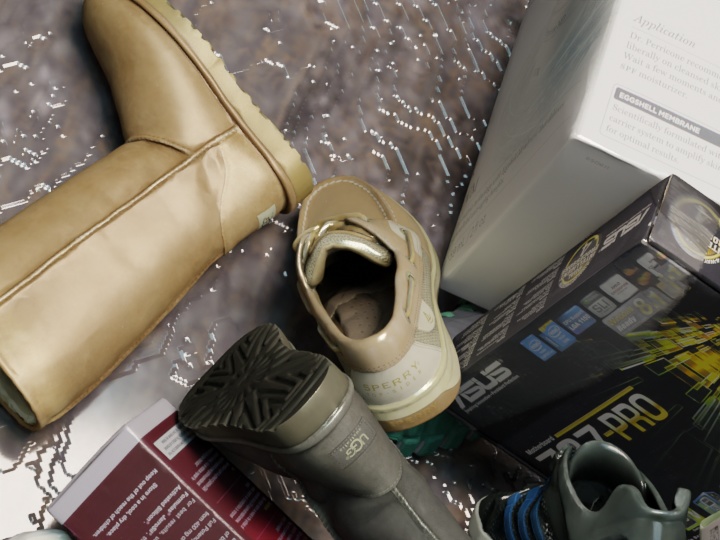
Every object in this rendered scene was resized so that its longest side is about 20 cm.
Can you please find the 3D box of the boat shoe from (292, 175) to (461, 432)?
[{"bbox_3d":[0.000,0.000,1.215,0.072,0.065,0.200,-27,34,6],"label":"boat shoe"}]

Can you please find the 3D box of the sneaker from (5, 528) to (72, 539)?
[{"bbox_3d":[-0.107,0.202,1.147,0.200,0.080,0.070,42,61,-1],"label":"sneaker"}]

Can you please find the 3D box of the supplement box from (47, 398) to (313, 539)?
[{"bbox_3d":[-0.052,0.156,1.161,0.200,0.109,0.061,43,96,2],"label":"supplement box"}]

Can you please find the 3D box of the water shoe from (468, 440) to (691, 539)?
[{"bbox_3d":[0.112,0.119,1.151,0.071,0.200,0.079,7,95,-20],"label":"water shoe"}]

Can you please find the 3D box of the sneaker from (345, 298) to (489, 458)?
[{"bbox_3d":[0.053,0.042,1.277,0.199,0.074,0.088,-7,60,-32],"label":"sneaker"}]

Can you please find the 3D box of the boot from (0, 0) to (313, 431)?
[{"bbox_3d":[-0.147,-0.043,1.237,0.200,0.066,0.175,-39,76,-22],"label":"boot"}]

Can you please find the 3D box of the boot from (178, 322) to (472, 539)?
[{"bbox_3d":[0.010,0.123,1.166,0.073,0.182,0.200,-47,110,-6],"label":"boot"}]

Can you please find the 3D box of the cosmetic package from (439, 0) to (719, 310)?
[{"bbox_3d":[0.147,-0.087,1.211,0.122,0.199,0.201,24,64,-8],"label":"cosmetic package"}]

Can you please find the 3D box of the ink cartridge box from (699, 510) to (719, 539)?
[{"bbox_3d":[0.219,0.204,1.009,0.145,0.048,0.201,7,69,-15],"label":"ink cartridge box"}]

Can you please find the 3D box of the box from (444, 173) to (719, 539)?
[{"bbox_3d":[0.150,0.053,1.150,0.161,0.200,0.049,36,53,-12],"label":"box"}]
